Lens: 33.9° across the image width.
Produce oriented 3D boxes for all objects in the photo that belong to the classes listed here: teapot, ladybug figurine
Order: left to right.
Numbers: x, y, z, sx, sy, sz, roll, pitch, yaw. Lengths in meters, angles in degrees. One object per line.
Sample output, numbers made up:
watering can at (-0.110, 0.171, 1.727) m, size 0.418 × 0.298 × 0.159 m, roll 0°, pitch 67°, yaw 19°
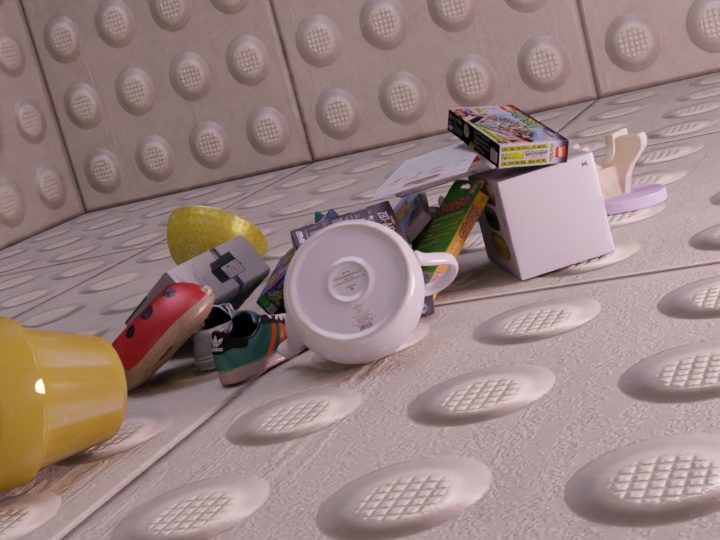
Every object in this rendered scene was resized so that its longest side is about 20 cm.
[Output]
ladybug figurine at (-0.291, 0.087, 1.700) m, size 0.200 × 0.072 × 0.136 m, roll -45°, pitch 9°, yaw 5°
teapot at (0.002, 0.038, 1.543) m, size 0.198 × 0.199 × 0.146 m, roll 19°, pitch -16°, yaw 19°

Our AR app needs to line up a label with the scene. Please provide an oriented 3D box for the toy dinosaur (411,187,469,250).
toy dinosaur at (0.107, -0.069, 2.008) m, size 0.198 × 0.104 × 0.077 m, roll -18°, pitch 12°, yaw -15°

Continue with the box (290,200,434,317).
box at (0.000, 0.000, 1.701) m, size 0.158 × 0.044 × 0.201 m, roll -18°, pitch 48°, yaw -8°

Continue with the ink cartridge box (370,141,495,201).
ink cartridge box at (0.118, -0.140, 1.769) m, size 0.158 × 0.048 × 0.200 m, roll -16°, pitch 17°, yaw 24°

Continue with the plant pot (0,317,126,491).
plant pot at (-0.394, 0.153, 1.419) m, size 0.187 × 0.204 × 0.199 m, roll -5°, pitch 1°, yaw -44°

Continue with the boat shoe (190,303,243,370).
boat shoe at (-0.203, 0.085, 1.770) m, size 0.069 × 0.072 × 0.201 m, roll -12°, pitch 12°, yaw 14°

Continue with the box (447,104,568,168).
box at (0.213, -0.199, 1.733) m, size 0.108 × 0.035 × 0.200 m, roll -6°, pitch 24°, yaw -16°

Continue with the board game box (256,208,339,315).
board game box at (-0.093, -0.016, 1.893) m, size 0.135 × 0.034 × 0.200 m, roll -44°, pitch 9°, yaw 19°

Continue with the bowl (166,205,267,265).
bowl at (-0.285, -0.025, 2.246) m, size 0.198 × 0.200 × 0.109 m, roll -7°, pitch 57°, yaw 35°

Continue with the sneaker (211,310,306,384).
sneaker at (-0.131, 0.086, 1.649) m, size 0.071 × 0.081 × 0.199 m, roll -6°, pitch 15°, yaw 38°

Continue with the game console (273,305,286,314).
game console at (-0.065, -0.005, 1.890) m, size 0.173 × 0.118 × 0.200 m, roll -15°, pitch 9°, yaw 1°

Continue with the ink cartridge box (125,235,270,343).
ink cartridge box at (-0.257, 0.041, 1.883) m, size 0.147 × 0.083 × 0.199 m, roll -46°, pitch -9°, yaw 35°

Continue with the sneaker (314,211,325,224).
sneaker at (-0.074, -0.040, 2.058) m, size 0.198 × 0.122 × 0.084 m, roll -18°, pitch 12°, yaw -12°

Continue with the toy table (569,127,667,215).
toy table at (0.418, -0.166, 2.015) m, size 0.198 × 0.119 × 0.183 m, roll -9°, pitch 13°, yaw 33°

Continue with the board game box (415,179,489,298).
board game box at (0.123, -0.045, 1.764) m, size 0.202 × 0.030 × 0.095 m, roll -63°, pitch 23°, yaw -7°

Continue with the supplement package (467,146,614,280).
supplement package at (0.267, -0.094, 1.785) m, size 0.149 × 0.154 × 0.200 m, roll -17°, pitch 12°, yaw -5°

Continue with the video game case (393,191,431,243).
video game case at (0.045, -0.047, 1.896) m, size 0.183 × 0.022 × 0.200 m, roll -50°, pitch 11°, yaw 14°
